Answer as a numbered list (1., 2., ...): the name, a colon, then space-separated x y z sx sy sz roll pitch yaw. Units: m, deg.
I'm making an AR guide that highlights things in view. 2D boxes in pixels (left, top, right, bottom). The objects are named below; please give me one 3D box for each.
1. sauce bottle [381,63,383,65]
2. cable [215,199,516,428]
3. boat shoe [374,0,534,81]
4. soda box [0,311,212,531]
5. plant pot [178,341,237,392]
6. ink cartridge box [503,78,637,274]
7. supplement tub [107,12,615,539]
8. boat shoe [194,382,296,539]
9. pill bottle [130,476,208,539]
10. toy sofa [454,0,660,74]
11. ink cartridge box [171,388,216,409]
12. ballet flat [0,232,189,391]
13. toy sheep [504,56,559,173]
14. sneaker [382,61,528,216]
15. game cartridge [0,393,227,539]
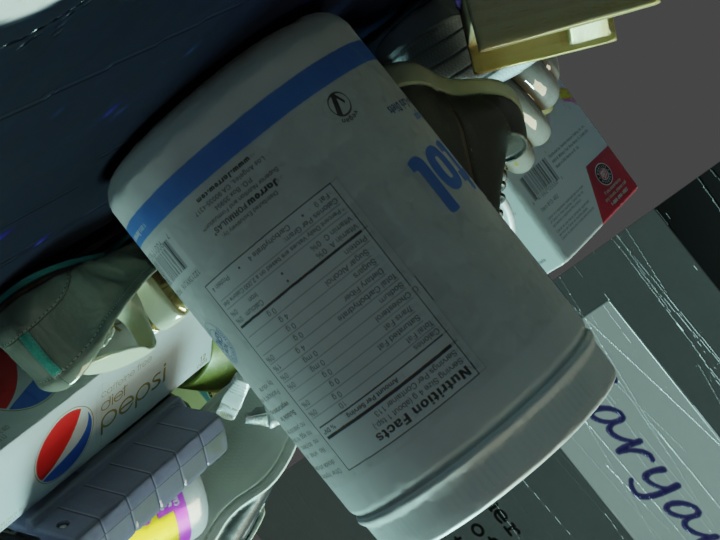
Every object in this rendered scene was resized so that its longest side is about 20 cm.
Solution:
1. sauce bottle: -0.036 -0.057 0.797 0.065 0.065 0.200 -38 -174 44
2. cable: 0.000 0.000 0.931 0.199 0.069 0.201 -9 133 -30
3. boat shoe: 0.094 -0.167 0.855 0.199 0.072 0.062 -27 -130 22
4. soda box: -0.166 0.063 0.801 0.200 0.068 0.064 -41 150 -43
5. plant pot: -0.066 0.015 1.065 0.200 0.188 0.187 -16 163 -48
6. ink cartridge box: 0.110 -0.101 1.169 0.083 0.200 0.146 -34 -176 44
7. supplement tub: -0.001 0.004 0.625 0.132 0.200 0.132 -39 -179 1
8. boat shoe: -0.096 0.156 1.005 0.201 0.074 0.060 -61 164 -2
9. pill bottle: -0.201 0.163 0.901 0.199 0.105 0.104 -28 176 -26
10. toy sofa: 0.082 -0.154 0.700 0.082 0.098 0.200 -14 -176 5
11. ink cartridge box: -0.188 0.112 1.072 0.084 0.145 0.200 -39 -179 35
12. ballet flat: -0.124 0.013 0.767 0.067 0.064 0.200 -38 -178 25
13. toy sheep: 0.074 -0.116 1.009 0.200 0.138 0.138 -54 180 2
14. sneaker: 0.049 -0.042 0.780 0.075 0.107 0.200 -25 171 25
15. game cartridge: -0.189 0.108 0.851 0.199 0.039 0.130 7 -144 35
